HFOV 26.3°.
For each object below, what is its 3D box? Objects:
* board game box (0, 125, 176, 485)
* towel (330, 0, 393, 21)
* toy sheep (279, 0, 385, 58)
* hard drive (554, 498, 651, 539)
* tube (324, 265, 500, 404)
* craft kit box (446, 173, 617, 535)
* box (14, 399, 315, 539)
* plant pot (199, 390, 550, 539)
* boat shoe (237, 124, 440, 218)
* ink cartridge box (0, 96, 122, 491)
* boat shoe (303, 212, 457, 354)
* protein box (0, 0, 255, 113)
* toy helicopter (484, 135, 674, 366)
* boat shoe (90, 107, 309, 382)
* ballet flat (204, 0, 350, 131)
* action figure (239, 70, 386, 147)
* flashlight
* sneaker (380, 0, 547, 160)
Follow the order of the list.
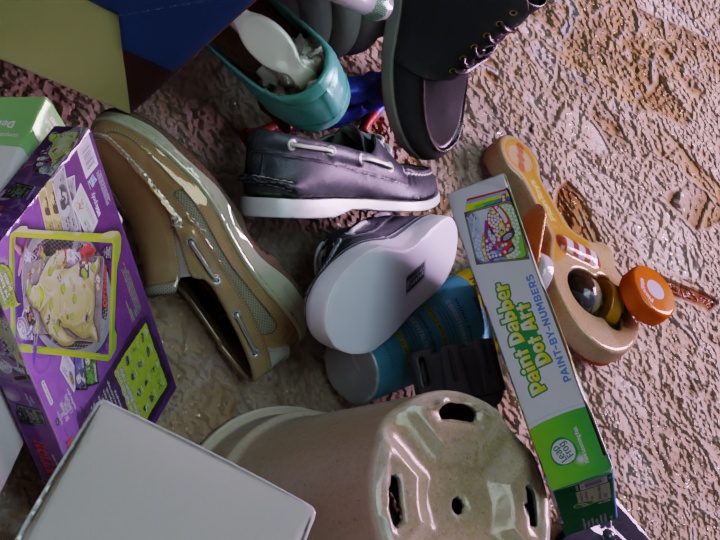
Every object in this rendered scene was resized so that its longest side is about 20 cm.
[{"bbox_3d":[-0.163,0.034,0.879,0.121,0.032,0.201,-67,153,-47],"label":"board game box"},{"bbox_3d":[-0.061,-0.244,0.951,0.199,0.031,0.150,19,43,-50],"label":"towel"},{"bbox_3d":[-0.031,-0.214,1.100,0.199,0.138,0.139,-31,92,-25],"label":"toy sheep"},{"bbox_3d":[0.198,0.277,1.130,0.201,0.042,0.135,54,50,-6],"label":"hard drive"},{"bbox_3d":[0.057,0.043,1.120,0.199,0.050,0.078,-21,92,-46],"label":"tube"},{"bbox_3d":[0.116,0.062,1.014,0.048,0.200,0.199,-17,70,4],"label":"craft kit box"},{"bbox_3d":[-0.119,0.177,0.808,0.127,0.200,0.110,27,55,-2],"label":"box"},{"bbox_3d":[0.011,0.160,0.942,0.199,0.183,0.203,15,64,-32],"label":"plant pot"},{"bbox_3d":[-0.007,-0.070,1.064,0.199,0.075,0.061,-9,103,-58],"label":"boat shoe"},{"bbox_3d":[-0.216,0.014,0.871,0.118,0.067,0.201,66,35,-49],"label":"ink cartridge box"},{"bbox_3d":[0.000,0.000,1.049,0.200,0.067,0.072,-36,133,-58],"label":"boat shoe"},{"bbox_3d":[-0.186,-0.238,0.921,0.198,0.135,0.201,21,42,-47],"label":"protein box"},{"bbox_3d":[0.145,-0.017,1.193,0.131,0.079,0.201,-6,62,-45],"label":"toy helicopter"},{"bbox_3d":[-0.114,-0.012,0.996,0.200,0.072,0.076,48,63,-12],"label":"boat shoe"},{"bbox_3d":[-0.085,-0.171,1.003,0.200,0.070,0.067,41,80,13],"label":"ballet flat"},{"bbox_3d":[0.004,-0.127,1.132,0.199,0.066,0.052,-29,68,-39],"label":"action figure"},{"bbox_3d":[0.089,0.148,1.045,0.068,0.067,0.202,3,76,-67],"label":"flashlight"},{"bbox_3d":[0.076,-0.158,1.069,0.075,0.105,0.202,-44,141,-45],"label":"sneaker"}]
